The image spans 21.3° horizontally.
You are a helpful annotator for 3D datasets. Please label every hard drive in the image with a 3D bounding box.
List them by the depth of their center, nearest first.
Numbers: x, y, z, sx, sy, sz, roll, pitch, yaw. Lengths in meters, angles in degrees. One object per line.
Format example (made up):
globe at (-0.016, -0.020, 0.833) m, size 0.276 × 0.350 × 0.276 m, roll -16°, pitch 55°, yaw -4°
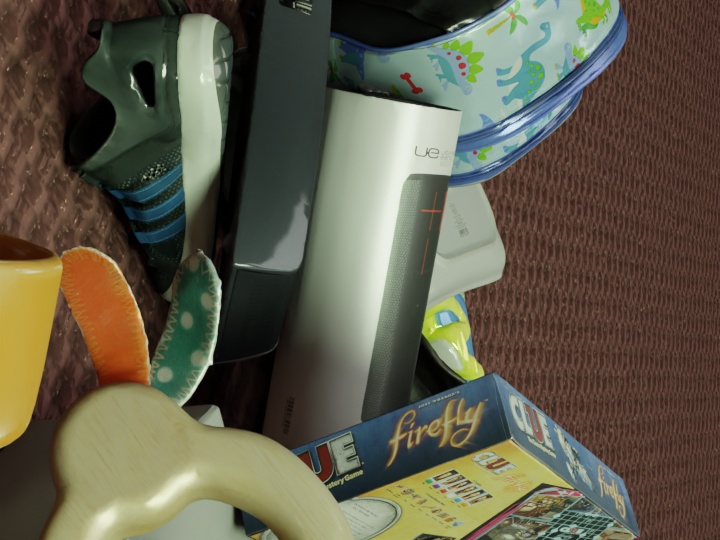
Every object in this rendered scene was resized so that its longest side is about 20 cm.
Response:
hard drive at (-0.047, -0.062, 1.014) m, size 0.135 × 0.042 × 0.201 m, roll 110°, pitch -14°, yaw -62°

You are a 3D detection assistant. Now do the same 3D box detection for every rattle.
rattle at (-0.071, 0.106, 0.760) m, size 0.201 × 0.130 × 0.143 m, roll 63°, pitch 2°, yaw 27°

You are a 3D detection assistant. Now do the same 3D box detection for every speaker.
speaker at (0.000, 0.000, 1.052) m, size 0.081 × 0.081 × 0.201 m, roll -6°, pitch 108°, yaw -69°

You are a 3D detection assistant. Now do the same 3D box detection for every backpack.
backpack at (0.059, -0.144, 1.161) m, size 0.183 × 0.200 × 0.147 m, roll -40°, pitch 123°, yaw -21°

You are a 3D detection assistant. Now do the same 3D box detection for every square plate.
square plate at (0.036, -0.076, 1.320) m, size 0.199 × 0.028 × 0.200 m, roll 66°, pitch 23°, yaw 2°

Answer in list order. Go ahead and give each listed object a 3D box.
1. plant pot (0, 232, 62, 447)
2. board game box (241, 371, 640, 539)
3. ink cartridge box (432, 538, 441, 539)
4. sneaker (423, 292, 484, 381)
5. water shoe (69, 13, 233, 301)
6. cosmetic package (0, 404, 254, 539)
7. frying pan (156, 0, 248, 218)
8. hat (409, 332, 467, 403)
plant pot at (-0.202, 0.069, 0.565) m, size 0.200 × 0.199 × 0.185 m, roll 3°, pitch 98°, yaw -69°
board game box at (0.044, 0.116, 0.937) m, size 0.200 × 0.135 × 0.035 m, roll 40°, pitch 32°, yaw -59°
ink cartridge box at (-0.024, 0.237, 0.977) m, size 0.044 × 0.199 × 0.199 m, roll -100°, pitch 171°, yaw -50°
sneaker at (0.061, 0.060, 1.376) m, size 0.105 × 0.075 × 0.201 m, roll -58°, pitch 138°, yaw -58°
water shoe at (-0.108, -0.060, 0.978) m, size 0.201 × 0.078 × 0.072 m, roll 100°, pitch -6°, yaw -51°
cosmetic package at (-0.132, 0.138, 0.821) m, size 0.200 × 0.106 × 0.091 m, roll -45°, pitch 125°, yaw -61°
frying pan at (-0.081, -0.082, 1.098) m, size 0.190 × 0.031 × 0.116 m, roll 27°, pitch 60°, yaw -62°
hat at (0.001, 0.085, 1.164) m, size 0.081 × 0.200 × 0.201 m, roll -36°, pitch 130°, yaw -18°
